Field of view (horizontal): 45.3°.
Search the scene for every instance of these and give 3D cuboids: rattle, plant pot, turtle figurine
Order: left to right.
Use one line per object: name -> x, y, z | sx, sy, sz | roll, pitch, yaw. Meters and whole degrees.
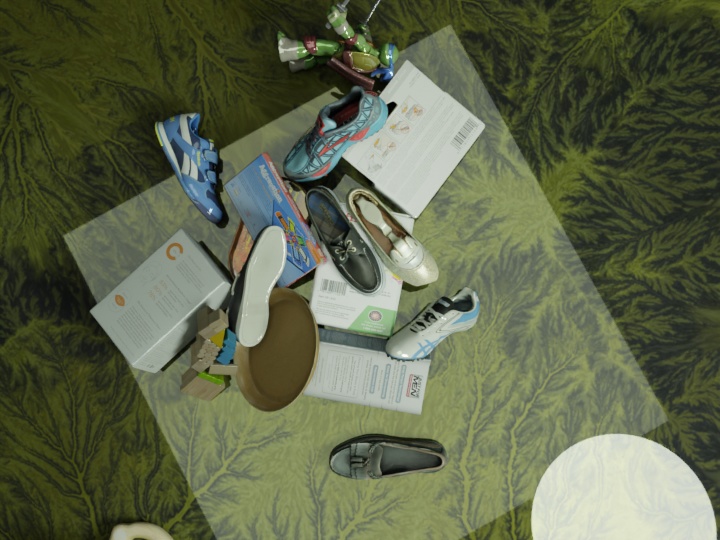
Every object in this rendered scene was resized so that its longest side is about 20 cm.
rattle -> -0.330, 0.480, 1.377 | 0.198, 0.143, 0.131 | 21, 68, 8
plant pot -> -0.133, 0.129, 1.402 | 0.199, 0.027, 0.202 | -13, 71, 40
turtle figurine -> -0.036, -0.403, 1.434 | 0.192, 0.144, 0.202 | -5, 119, 10

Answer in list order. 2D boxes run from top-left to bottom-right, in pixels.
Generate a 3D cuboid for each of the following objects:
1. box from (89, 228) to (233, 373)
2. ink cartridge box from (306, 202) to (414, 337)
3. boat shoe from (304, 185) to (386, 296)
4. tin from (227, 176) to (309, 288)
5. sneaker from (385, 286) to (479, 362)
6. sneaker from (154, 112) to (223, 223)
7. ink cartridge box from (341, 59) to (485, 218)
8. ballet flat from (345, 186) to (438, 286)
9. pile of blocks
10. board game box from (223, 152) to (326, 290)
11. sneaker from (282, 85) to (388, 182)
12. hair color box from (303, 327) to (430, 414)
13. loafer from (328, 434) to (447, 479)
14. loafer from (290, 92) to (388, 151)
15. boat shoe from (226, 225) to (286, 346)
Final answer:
box -> -0.317, 0.052, 1.414 | 0.200, 0.098, 0.125 | -42, 74, -2
ink cartridge box -> 0.000, 0.000, 1.433 | 0.143, 0.084, 0.202 | 11, 86, 1
boat shoe -> -0.030, -0.045, 1.362 | 0.068, 0.057, 0.201 | -34, 83, 9
tin -> -0.152, -0.059, 1.462 | 0.111, 0.042, 0.202 | 19, 86, 6
sneaker -> 0.115, 0.085, 1.397 | 0.199, 0.072, 0.073 | -27, 127, -34
sneaker -> -0.273, -0.176, 1.454 | 0.082, 0.074, 0.201 | -26, 87, -4
ink cartridge box -> 0.083, -0.219, 1.455 | 0.176, 0.045, 0.201 | 38, 87, -8
ballet flat -> 0.046, -0.051, 1.363 | 0.067, 0.062, 0.200 | -44, 87, -1
pile of blocks -> -0.239, 0.127, 1.406 | 0.081, 0.201, 0.062 | 7, 42, -19
board game box -> -0.141, -0.079, 1.410 | 0.103, 0.019, 0.201 | -32, 84, 34
sneaker -> -0.055, -0.225, 1.378 | 0.200, 0.095, 0.080 | -39, 63, 8
hair color box -> 0.011, 0.165, 1.419 | 0.198, 0.061, 0.100 | 10, 107, 1
loafer -> 0.046, 0.309, 1.421 | 0.198, 0.063, 0.073 | -3, 86, 0
loafer -> -0.039, -0.242, 1.459 | 0.200, 0.067, 0.076 | -40, 84, -4
boat shoe -> -0.173, 0.020, 1.400 | 0.060, 0.073, 0.202 | 24, 106, 45
